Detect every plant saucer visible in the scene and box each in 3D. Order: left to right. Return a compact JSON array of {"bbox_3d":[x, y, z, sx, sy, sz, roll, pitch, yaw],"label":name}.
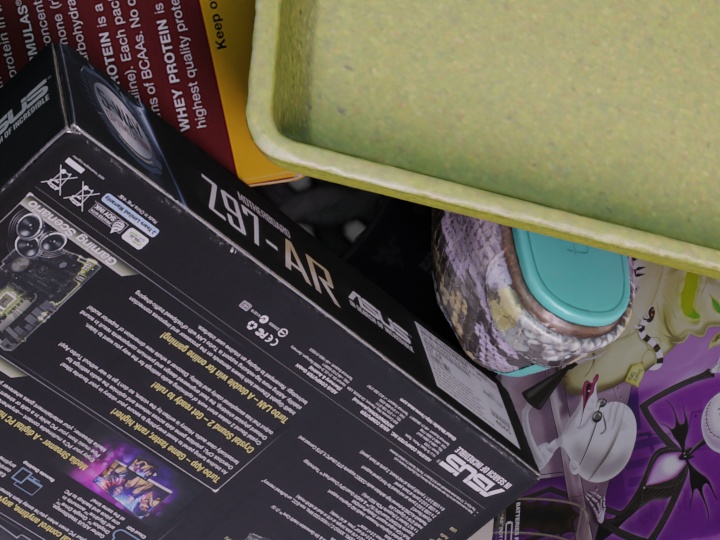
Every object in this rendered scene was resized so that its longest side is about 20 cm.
[{"bbox_3d":[0.059,-0.086,0.647,0.198,0.048,0.202,13,59,-18],"label":"plant saucer"}]

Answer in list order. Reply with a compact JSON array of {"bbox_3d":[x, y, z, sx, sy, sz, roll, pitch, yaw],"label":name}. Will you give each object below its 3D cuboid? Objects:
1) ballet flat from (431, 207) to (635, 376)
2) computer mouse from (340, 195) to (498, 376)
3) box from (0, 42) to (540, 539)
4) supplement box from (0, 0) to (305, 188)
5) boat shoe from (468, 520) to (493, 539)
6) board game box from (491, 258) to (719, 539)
[{"bbox_3d":[0.045,-0.057,0.701,0.071,0.072,0.202,6,62,-11],"label":"ballet flat"},{"bbox_3d":[0.000,0.000,0.799,0.140,0.046,0.201,27,75,13],"label":"computer mouse"},{"bbox_3d":[-0.069,0.050,0.642,0.160,0.044,0.200,-41,126,18],"label":"box"},{"bbox_3d":[-0.107,-0.121,0.696,0.198,0.133,0.199,-9,100,20],"label":"supplement box"},{"bbox_3d":[-0.039,0.122,0.779,0.198,0.073,0.062,-2,120,-15],"label":"boat shoe"},{"bbox_3d":[0.100,-0.003,0.690,0.032,0.119,0.202,38,48,-46],"label":"board game box"}]
